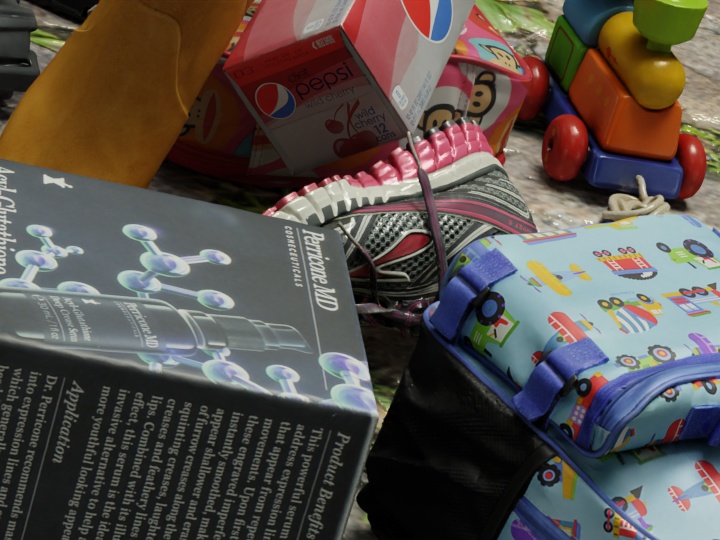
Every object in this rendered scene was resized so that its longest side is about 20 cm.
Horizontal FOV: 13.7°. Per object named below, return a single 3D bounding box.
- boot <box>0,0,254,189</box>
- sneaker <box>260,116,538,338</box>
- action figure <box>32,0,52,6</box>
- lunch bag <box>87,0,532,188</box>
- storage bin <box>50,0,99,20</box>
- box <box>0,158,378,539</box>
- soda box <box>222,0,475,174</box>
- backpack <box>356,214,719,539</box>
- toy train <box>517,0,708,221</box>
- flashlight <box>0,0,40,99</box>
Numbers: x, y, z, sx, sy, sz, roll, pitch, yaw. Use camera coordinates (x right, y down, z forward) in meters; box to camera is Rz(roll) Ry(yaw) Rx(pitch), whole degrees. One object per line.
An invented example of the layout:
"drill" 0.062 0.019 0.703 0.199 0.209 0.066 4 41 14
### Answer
"boot" -0.094 -0.105 1.271 0.071 0.144 0.202 33 62 6
"sneaker" 0.000 0.000 1.267 0.199 0.081 0.075 -27 78 -36
"action figure" -0.091 -0.189 1.378 0.199 0.070 0.130 -17 -18 24
"lunch bag" -0.032 -0.111 1.479 0.199 0.082 0.176 2 29 -29
"storage bin" -0.172 -0.230 1.569 0.199 0.136 0.094 24 26 15
"box" -0.106 0.043 1.086 0.199 0.108 0.149 12 25 -13
"soda box" 0.010 -0.133 1.361 0.070 0.064 0.200 -18 30 32
"backpack" 0.123 0.086 1.115 0.182 0.135 0.200 -4 35 -36
"toy train" 0.146 -0.092 1.515 0.084 0.116 0.200 7 26 -19
"flashlight" -0.250 -0.115 1.375 0.199 0.068 0.068 1 -5 -35
